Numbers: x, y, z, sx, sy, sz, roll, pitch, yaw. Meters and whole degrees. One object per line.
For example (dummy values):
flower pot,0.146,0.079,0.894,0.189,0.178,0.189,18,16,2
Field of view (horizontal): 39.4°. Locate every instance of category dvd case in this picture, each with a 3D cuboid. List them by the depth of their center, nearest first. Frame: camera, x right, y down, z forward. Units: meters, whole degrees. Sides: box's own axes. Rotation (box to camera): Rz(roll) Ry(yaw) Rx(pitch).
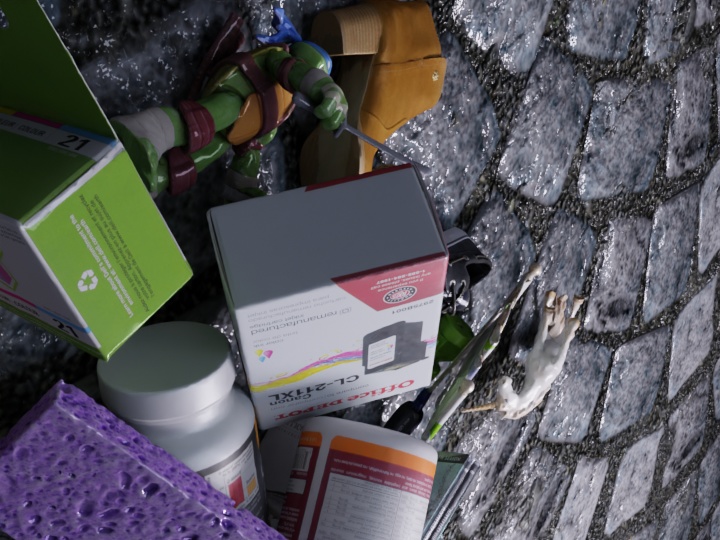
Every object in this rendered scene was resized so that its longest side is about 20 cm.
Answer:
dvd case,0.025,0.263,0.986,0.022,0.146,0.200,43,67,-16

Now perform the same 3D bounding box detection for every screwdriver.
screwdriver,0.077,0.107,1.014,0.200,0.029,0.028,-56,152,16

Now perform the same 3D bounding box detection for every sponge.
sponge,-0.156,0.169,0.675,0.112,0.030,0.200,-41,112,19

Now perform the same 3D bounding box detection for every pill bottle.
pill bottle,-0.130,0.146,0.746,0.116,0.116,0.200,-31,129,-41
pill bottle,-0.013,0.220,0.761,0.110,0.109,0.200,34,66,-53

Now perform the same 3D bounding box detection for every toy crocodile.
toy crocodile,0.053,0.071,1.004,0.068,0.062,0.200,-50,154,25

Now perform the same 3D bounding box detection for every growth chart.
growth chart,0.123,0.084,1.038,0.200,0.018,0.145,-53,175,-40

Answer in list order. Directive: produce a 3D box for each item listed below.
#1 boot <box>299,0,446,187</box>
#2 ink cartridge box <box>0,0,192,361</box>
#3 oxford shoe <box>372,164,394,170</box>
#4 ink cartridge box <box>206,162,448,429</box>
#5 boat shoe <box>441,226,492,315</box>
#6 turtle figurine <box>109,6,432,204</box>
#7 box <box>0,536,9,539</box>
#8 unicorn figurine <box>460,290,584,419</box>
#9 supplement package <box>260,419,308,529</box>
boot,0.019,-0.130,0.861,0.144,0.071,0.202,-16,113,-48
ink cartridge box,-0.198,-0.062,0.543,0.076,0.148,0.200,-48,137,-27
oxford shoe,0.000,0.000,0.890,0.058,0.075,0.200,49,61,-46
ink cartridge box,-0.021,0.026,0.728,0.146,0.083,0.200,-14,150,-8
boat shoe,0.077,0.012,0.958,0.070,0.066,0.200,-58,168,22
turtle figurine,-0.069,-0.075,0.699,0.194,0.144,0.200,-29,111,-32
box,-0.190,0.290,0.721,0.098,0.124,0.200,-57,141,-16
unicorn figurine,0.218,0.102,1.211,0.200,0.074,0.138,-16,128,-55
supplement package,-0.049,0.241,0.891,0.117,0.117,0.200,45,68,-48
